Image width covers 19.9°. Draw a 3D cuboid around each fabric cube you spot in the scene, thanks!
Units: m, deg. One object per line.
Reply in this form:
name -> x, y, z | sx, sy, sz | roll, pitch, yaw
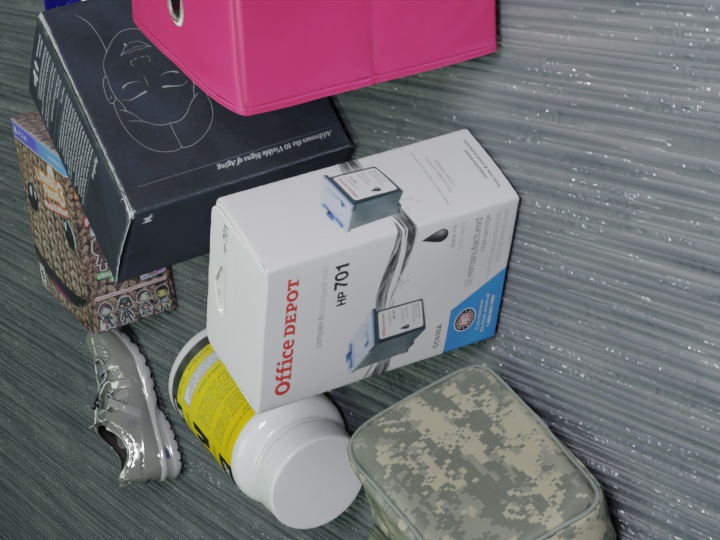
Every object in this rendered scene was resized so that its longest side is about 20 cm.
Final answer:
fabric cube -> -0.039, -0.247, 1.364 | 0.196, 0.199, 0.200 | 43, 143, 50

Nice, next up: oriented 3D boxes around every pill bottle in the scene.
pill bottle -> -0.083, 0.139, 1.843 | 0.200, 0.114, 0.115 | 43, 144, 49

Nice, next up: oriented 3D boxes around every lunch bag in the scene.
lunch bag -> 0.095, 0.197, 1.476 | 0.200, 0.139, 0.168 | 45, 161, 47

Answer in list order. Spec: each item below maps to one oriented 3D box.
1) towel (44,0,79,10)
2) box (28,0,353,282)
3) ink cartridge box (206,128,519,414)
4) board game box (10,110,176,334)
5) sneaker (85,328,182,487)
towel -> -0.266, -0.256, 2.049 | 0.200, 0.049, 0.148 | 52, 151, 38
box -> -0.142, -0.126, 1.677 | 0.197, 0.199, 0.124 | 63, 157, 21
ink cartridge box -> 0.000, 0.000, 1.451 | 0.086, 0.199, 0.147 | 53, 150, 37
board game box -> -0.282, -0.060, 2.163 | 0.159, 0.097, 0.201 | 34, 136, 55
sneaker -> -0.272, 0.151, 2.310 | 0.201, 0.082, 0.075 | 63, 155, 20
